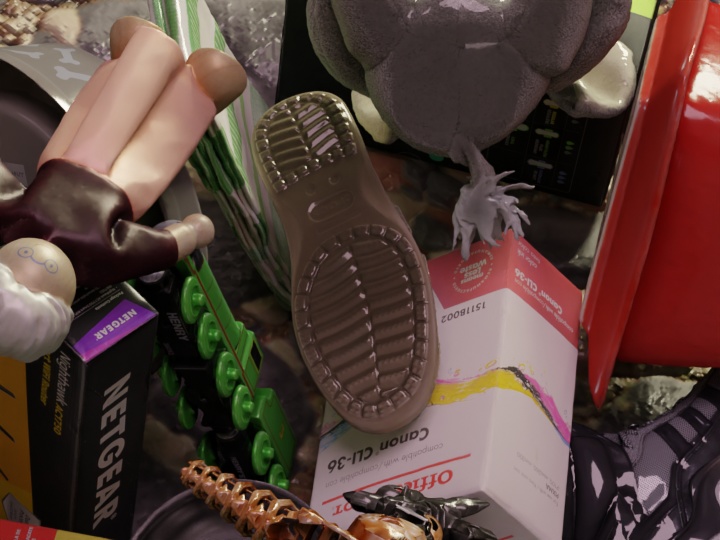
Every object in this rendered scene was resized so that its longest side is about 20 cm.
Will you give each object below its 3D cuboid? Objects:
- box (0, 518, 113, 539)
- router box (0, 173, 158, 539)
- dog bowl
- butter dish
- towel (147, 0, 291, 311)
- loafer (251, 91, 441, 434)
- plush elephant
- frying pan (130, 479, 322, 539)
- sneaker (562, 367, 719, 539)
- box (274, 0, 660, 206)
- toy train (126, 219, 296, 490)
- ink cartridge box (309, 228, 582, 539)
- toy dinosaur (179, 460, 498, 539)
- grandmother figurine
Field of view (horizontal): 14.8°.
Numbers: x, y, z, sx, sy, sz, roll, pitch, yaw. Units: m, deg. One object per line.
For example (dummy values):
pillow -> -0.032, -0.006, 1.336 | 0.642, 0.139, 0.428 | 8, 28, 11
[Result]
box -> -0.144, 0.153, 1.312 | 0.199, 0.075, 0.050 | 9, 70, 21
router box -> -0.170, 0.043, 1.347 | 0.051, 0.201, 0.149 | -36, 65, -30
dog bowl -> -0.156, -0.024, 1.408 | 0.059, 0.201, 0.200 | -26, 60, -41
butter dish -> 0.203, -0.036, 1.424 | 0.147, 0.201, 0.200 | 15, 27, 4
towel -> -0.070, -0.083, 1.458 | 0.023, 0.200, 0.153 | -18, 56, 8
loafer -> 0.000, 0.000, 1.404 | 0.075, 0.068, 0.201 | -21, 57, 9
plush elephant -> 0.057, -0.124, 1.403 | 0.163, 0.201, 0.155 | -4, 20, 4
frying pan -> -0.029, 0.143, 1.342 | 0.189, 0.031, 0.115 | -23, 63, -1
sneaker -> 0.151, 0.090, 1.433 | 0.113, 0.076, 0.201 | 21, 54, 8
box -> 0.067, -0.149, 1.566 | 0.199, 0.125, 0.149 | 14, 54, 4
toy train -> -0.071, 0.048, 1.362 | 0.041, 0.201, 0.057 | 1, 53, 17
ink cartridge box -> 0.041, 0.090, 1.388 | 0.116, 0.067, 0.201 | -22, 44, 33
toy dinosaur -> 0.016, 0.139, 1.240 | 0.102, 0.136, 0.200 | -39, 86, 2
grandmother figurine -> -0.127, -0.036, 1.254 | 0.120, 0.061, 0.201 | 16, 46, 10
